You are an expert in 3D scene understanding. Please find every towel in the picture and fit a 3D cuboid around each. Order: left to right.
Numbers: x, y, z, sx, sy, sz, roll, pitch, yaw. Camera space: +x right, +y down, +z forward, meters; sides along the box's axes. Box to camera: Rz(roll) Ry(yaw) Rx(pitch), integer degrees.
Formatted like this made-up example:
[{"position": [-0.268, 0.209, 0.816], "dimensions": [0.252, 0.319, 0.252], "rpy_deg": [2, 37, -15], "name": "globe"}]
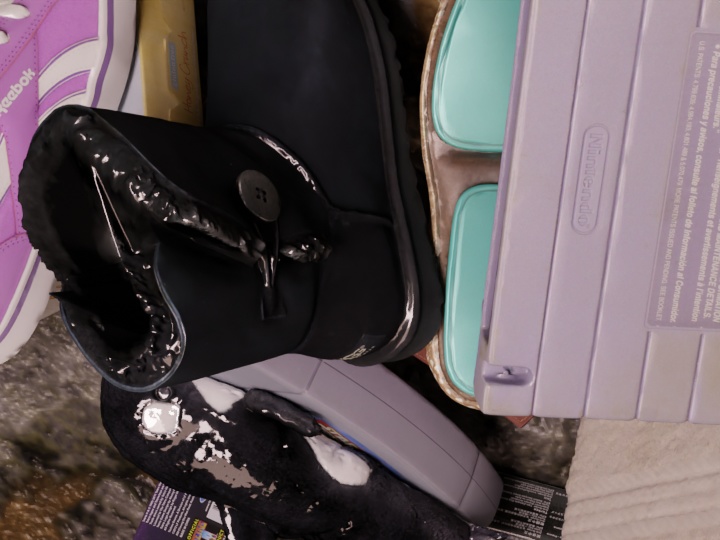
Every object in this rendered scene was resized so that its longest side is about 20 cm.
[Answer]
[{"position": [0.154, 0.094, 0.820], "dimensions": [0.034, 0.133, 0.200], "rpy_deg": [27, 154, -26], "name": "towel"}]

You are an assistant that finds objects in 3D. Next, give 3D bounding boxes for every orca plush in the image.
[{"position": [-0.036, 0.112, 0.870], "dimensions": [0.200, 0.071, 0.105], "rpy_deg": [34, 157, -29], "name": "orca plush"}]

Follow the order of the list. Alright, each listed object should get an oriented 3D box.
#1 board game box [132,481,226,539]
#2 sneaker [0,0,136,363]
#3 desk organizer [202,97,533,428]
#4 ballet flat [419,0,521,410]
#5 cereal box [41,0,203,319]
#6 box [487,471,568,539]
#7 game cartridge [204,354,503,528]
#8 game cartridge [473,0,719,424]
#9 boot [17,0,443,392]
[{"position": [-0.110, 0.203, 0.967], "dimensions": [0.057, 0.200, 0.165], "rpy_deg": [22, 152, 0], "name": "board game box"}, {"position": [-0.158, -0.073, 0.757], "dimensions": [0.072, 0.201, 0.114], "rpy_deg": [-4, 158, 43], "name": "sneaker"}, {"position": [0.000, 0.000, 0.873], "dimensions": [0.200, 0.072, 0.077], "rpy_deg": [33, 134, -6], "name": "desk organizer"}, {"position": [0.055, -0.045, 0.796], "dimensions": [0.070, 0.065, 0.201], "rpy_deg": [8, 93, 0], "name": "ballet flat"}, {"position": [-0.150, -0.050, 0.851], "dimensions": [0.200, 0.144, 0.039], "rpy_deg": [-23, 153, 35], "name": "cereal box"}, {"position": [0.140, 0.206, 1.000], "dimensions": [0.199, 0.048, 0.194], "rpy_deg": [15, 133, 9], "name": "box"}, {"position": [-0.026, 0.066, 0.899], "dimensions": [0.133, 0.042, 0.200], "rpy_deg": [8, 155, 46], "name": "game cartridge"}, {"position": [0.116, -0.037, 0.725], "dimensions": [0.129, 0.038, 0.201], "rpy_deg": [2, 113, -10], "name": "game cartridge"}, {"position": [-0.055, -0.053, 0.734], "dimensions": [0.076, 0.168, 0.201], "rpy_deg": [-25, 74, 34], "name": "boot"}]
